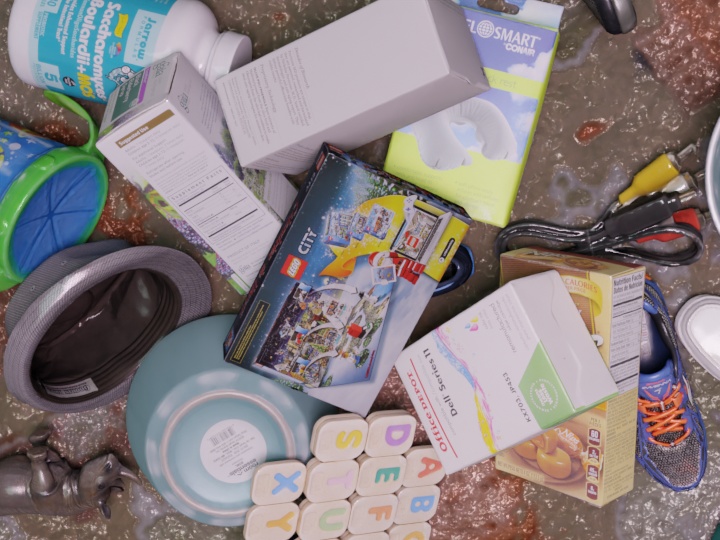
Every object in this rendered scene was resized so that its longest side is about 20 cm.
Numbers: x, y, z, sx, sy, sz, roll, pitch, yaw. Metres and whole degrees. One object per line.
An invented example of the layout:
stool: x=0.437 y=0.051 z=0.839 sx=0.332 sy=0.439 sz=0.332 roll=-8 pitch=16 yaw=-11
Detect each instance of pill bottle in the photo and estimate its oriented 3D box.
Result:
pill bottle: x=-0.202 y=-0.199 z=0.997 sx=0.199 sy=0.111 sz=0.111 roll=14 pitch=98 yaw=7

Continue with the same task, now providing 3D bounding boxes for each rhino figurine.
rhino figurine: x=-0.306 y=0.201 z=1.078 sx=0.199 sy=0.060 sz=0.088 roll=0 pitch=115 yaw=8

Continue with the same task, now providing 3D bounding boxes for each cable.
cable: x=0.223 y=-0.034 z=0.994 sx=0.200 sy=0.050 sz=0.097 roll=-21 pitch=107 yaw=23

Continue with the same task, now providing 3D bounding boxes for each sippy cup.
sippy cup: x=-0.326 y=-0.077 z=1.025 sx=0.130 sy=0.178 sz=0.140 roll=31 pitch=136 yaw=15

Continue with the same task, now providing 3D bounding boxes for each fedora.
fedora: x=-0.245 y=0.036 z=1.023 sx=0.200 sy=0.177 sz=0.090 roll=-42 pitch=55 yaw=-5

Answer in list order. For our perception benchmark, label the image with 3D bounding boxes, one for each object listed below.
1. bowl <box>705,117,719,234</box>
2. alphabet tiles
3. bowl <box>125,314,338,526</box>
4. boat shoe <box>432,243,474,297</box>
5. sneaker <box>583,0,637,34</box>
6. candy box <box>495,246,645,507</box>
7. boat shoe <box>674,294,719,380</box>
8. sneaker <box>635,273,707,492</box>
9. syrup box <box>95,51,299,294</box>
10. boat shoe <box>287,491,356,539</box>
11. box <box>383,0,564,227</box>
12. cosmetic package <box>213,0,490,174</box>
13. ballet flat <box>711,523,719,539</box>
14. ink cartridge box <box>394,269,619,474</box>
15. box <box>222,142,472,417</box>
bowl: x=0.370 y=-0.080 z=0.909 sx=0.200 sy=0.105 sz=0.202 roll=0 pitch=95 yaw=2
alphabet tiles: x=-0.012 y=0.217 z=0.989 sx=0.195 sy=0.015 sz=0.201 roll=0 pitch=112 yaw=-30
bowl: x=-0.118 y=0.148 z=1.001 sx=0.200 sy=0.105 sz=0.201 roll=0 pitch=100 yaw=-3
boat shoe: x=0.000 y=0.000 z=1.006 sx=0.199 sy=0.069 sz=0.084 roll=-16 pitch=93 yaw=10
sneaker: x=0.153 y=-0.272 z=0.954 sx=0.114 sy=0.076 sz=0.200 roll=-32 pitch=87 yaw=12
candy box: x=0.177 y=0.087 z=0.956 sx=0.115 sy=0.055 sz=0.201 roll=13 pitch=109 yaw=44
boat shoe: x=0.363 y=0.092 z=0.958 sx=0.200 sy=0.069 sz=0.071 roll=36 pitch=101 yaw=4
sneaker: x=0.253 y=0.101 z=0.972 sx=0.075 sy=0.078 sz=0.201 roll=-19 pitch=92 yaw=11
syrup box: x=-0.129 y=-0.081 z=0.959 sx=0.081 sy=0.079 sz=0.200 roll=-28 pitch=125 yaw=21
boat shoe: x=-0.070 y=0.265 z=1.045 sx=0.066 sy=0.074 sz=0.200 roll=33 pitch=101 yaw=23
box: x=0.099 y=-0.150 z=0.987 sx=0.122 sy=0.048 sz=0.201 roll=15 pitch=99 yaw=7
cosmetic package: x=-0.006 y=-0.155 z=0.935 sx=0.200 sy=0.108 sz=0.085 roll=-22 pitch=81 yaw=21
ballet flat: x=0.347 y=0.221 z=0.981 sx=0.068 sy=0.068 sz=0.201 roll=9 pitch=107 yaw=-2
ink cartridge box: x=0.105 y=0.096 z=0.943 sx=0.200 sy=0.067 sz=0.117 roll=-38 pitch=73 yaw=45
box: x=-0.013 y=0.011 z=0.940 sx=0.136 sy=0.038 sz=0.200 roll=24 pitch=105 yaw=-15
